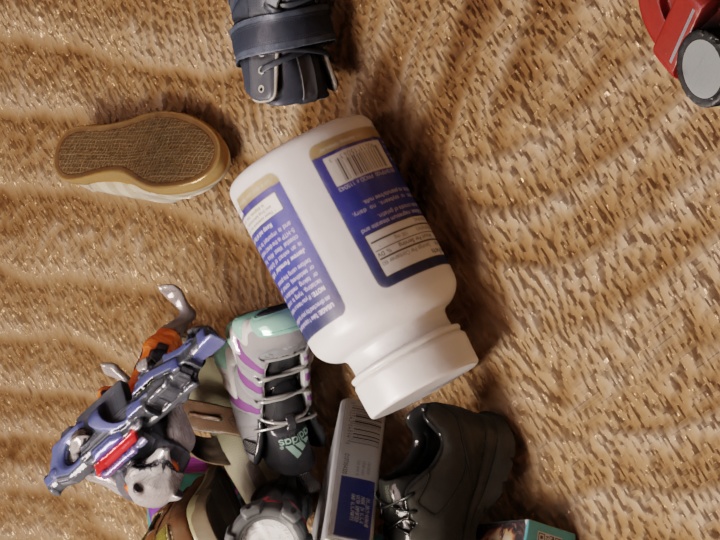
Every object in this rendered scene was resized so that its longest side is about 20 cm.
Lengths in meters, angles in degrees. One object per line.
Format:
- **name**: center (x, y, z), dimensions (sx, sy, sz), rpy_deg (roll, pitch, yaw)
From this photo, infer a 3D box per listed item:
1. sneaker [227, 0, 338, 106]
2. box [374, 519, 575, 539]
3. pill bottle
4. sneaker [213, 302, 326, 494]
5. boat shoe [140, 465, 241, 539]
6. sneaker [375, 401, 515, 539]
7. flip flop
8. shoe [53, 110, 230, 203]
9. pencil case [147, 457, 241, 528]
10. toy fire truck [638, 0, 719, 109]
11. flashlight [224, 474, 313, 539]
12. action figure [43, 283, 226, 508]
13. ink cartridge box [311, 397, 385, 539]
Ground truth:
- **sneaker**: center (-0.036, -0.198, 1.607), dimensions (0.202, 0.077, 0.147), rpy_deg (-19, 81, 61)
- **box**: center (0.073, 0.238, 1.687), dimensions (0.200, 0.049, 0.083), rpy_deg (-15, 60, 51)
- **pill bottle**: center (0.000, 0.000, 1.635), dimensions (0.120, 0.119, 0.200), rpy_deg (-37, 78, 50)
- **sneaker**: center (-0.056, 0.104, 1.742), dimensions (0.200, 0.077, 0.140), rpy_deg (121, 133, -75)
- **boat shoe**: center (-0.134, 0.202, 1.779), dimensions (0.200, 0.068, 0.072), rpy_deg (18, -132, -84)
- **sneaker**: center (0.046, 0.190, 1.627), dimensions (0.076, 0.091, 0.201), rpy_deg (-10, 64, 50)
- **flip flop**: center (-0.120, 0.138, 1.885), dimensions (0.200, 0.057, 0.081), rpy_deg (59, 140, 12)
- **shoe**: center (-0.171, -0.093, 1.853), dimensions (0.200, 0.053, 0.070), rpy_deg (6, 79, 44)
- **pencil case**: center (-0.140, 0.271, 1.949), dimensions (0.085, 0.092, 0.201), rpy_deg (1, 112, 5)
- **toy fire truck**: center (0.201, -0.214, 1.317), dimensions (0.200, 0.128, 0.176), rpy_deg (55, 141, 34)
- **flashlight**: center (-0.068, 0.204, 1.753), dimensions (0.068, 0.068, 0.200), rpy_deg (62, 180, 1)
- **action figure**: center (-0.152, 0.104, 1.771), dimensions (0.200, 0.105, 0.194), rpy_deg (-37, 34, 28)
- **ink cartridge box**: center (-0.021, 0.232, 1.713), dimensions (0.043, 0.197, 0.201), rpy_deg (10, 118, -2)
